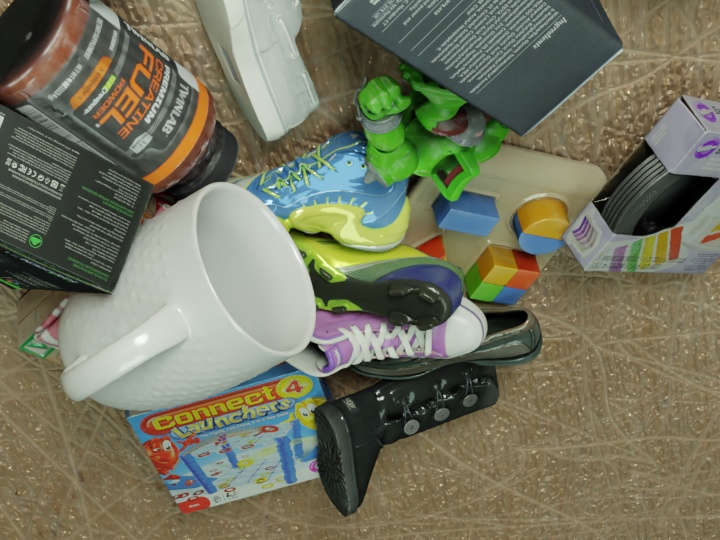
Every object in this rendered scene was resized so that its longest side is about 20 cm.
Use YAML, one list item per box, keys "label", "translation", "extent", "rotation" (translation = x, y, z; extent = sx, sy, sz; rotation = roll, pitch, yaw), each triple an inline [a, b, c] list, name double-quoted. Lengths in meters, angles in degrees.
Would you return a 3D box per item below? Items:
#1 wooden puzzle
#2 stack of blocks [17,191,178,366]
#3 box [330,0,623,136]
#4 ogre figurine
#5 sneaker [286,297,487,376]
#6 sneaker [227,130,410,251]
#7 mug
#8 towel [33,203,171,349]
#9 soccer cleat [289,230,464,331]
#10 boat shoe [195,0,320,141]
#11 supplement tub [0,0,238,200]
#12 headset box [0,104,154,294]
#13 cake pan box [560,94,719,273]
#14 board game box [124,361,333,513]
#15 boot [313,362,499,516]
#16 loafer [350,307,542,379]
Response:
- label: "wooden puzzle"
  translation: [0.117, -0.030, 1.214]
  extent: [0.185, 0.046, 0.200]
  rotation: [10, 133, -25]
- label: "stack of blocks"
  translation: [-0.227, 0.004, 1.143]
  extent: [0.200, 0.059, 0.115]
  rotation: [-39, 133, 25]
- label: "box"
  translation: [0.072, -0.217, 0.921]
  extent: [0.200, 0.149, 0.107]
  rotation: [26, 125, -36]
- label: "ogre figurine"
  translation: [0.073, -0.126, 1.052]
  extent: [0.200, 0.098, 0.120]
  rotation: [-38, 161, -42]
- label: "sneaker"
  translation: [0.014, 0.068, 1.187]
  extent: [0.200, 0.114, 0.073]
  rotation: [4, 118, 12]
- label: "sneaker"
  translation: [-0.046, -0.081, 1.108]
  extent: [0.199, 0.076, 0.105]
  rotation: [7, 116, -22]
- label: "mug"
  translation: [-0.156, 0.042, 0.984]
  extent: [0.175, 0.200, 0.148]
  rotation: [-27, 98, 26]
- label: "towel"
  translation: [-0.175, 0.033, 1.122]
  extent: [0.146, 0.030, 0.200]
  rotation: [29, 123, -36]
- label: "soccer cleat"
  translation: [0.000, 0.001, 1.170]
  extent: [0.200, 0.084, 0.065]
  rotation: [16, 125, 17]
- label: "boat shoe"
  translation: [-0.076, -0.187, 0.978]
  extent: [0.068, 0.072, 0.200]
  rotation: [-32, 133, -13]
- label: "supplement tub"
  translation: [-0.185, -0.129, 0.977]
  extent: [0.107, 0.107, 0.200]
  rotation: [-34, 135, 21]
- label: "headset box"
  translation: [-0.288, -0.058, 0.965]
  extent: [0.174, 0.093, 0.200]
  rotation: [29, 164, -35]
- label: "cake pan box"
  translation: [0.307, -0.074, 1.185]
  extent: [0.200, 0.052, 0.184]
  rotation: [3, 135, -41]
- label: "board game box"
  translation: [-0.126, 0.163, 1.347]
  extent: [0.199, 0.056, 0.196]
  rotation: [-16, 139, 1]
- label: "boot"
  translation: [0.053, 0.165, 1.353]
  extent: [0.200, 0.066, 0.165]
  rotation: [-25, 141, -22]
- label: "loafer"
  translation: [0.081, 0.062, 1.269]
  extent: [0.199, 0.072, 0.063]
  rotation: [-6, 149, 6]
